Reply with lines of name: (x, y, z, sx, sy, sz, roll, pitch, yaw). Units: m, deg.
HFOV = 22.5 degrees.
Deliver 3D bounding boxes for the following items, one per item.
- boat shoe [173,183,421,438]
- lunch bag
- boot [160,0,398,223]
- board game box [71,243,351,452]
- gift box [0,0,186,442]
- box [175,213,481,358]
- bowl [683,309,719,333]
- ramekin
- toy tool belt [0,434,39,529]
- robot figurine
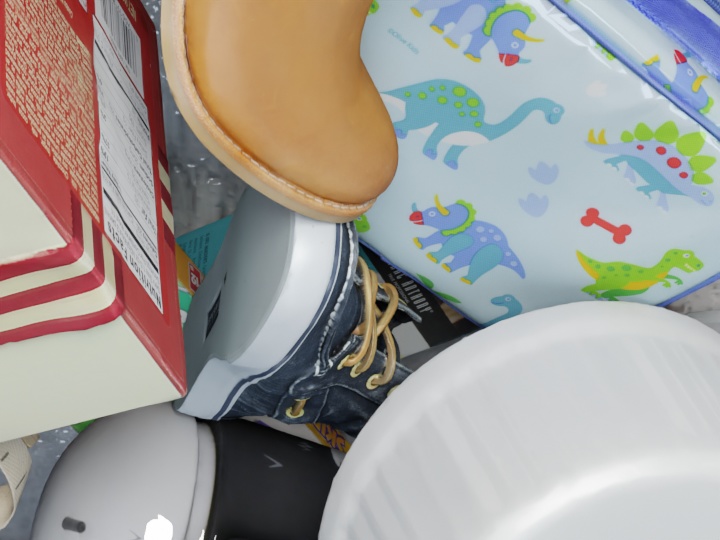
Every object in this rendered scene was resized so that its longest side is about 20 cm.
boat shoe: (-0.011, 0.017, 0.699, 0.090, 0.072, 0.200, 10, 163, -13)
lunch bag: (0.058, -0.064, 0.670, 0.199, 0.083, 0.160, 34, 138, -21)
boot: (0.003, -0.112, 0.544, 0.154, 0.077, 0.201, -21, 119, 22)
board game box: (-0.078, 0.066, 0.836, 0.095, 0.030, 0.200, -24, 130, 20)
gift box: (-0.171, -0.047, 0.588, 0.185, 0.201, 0.185, -15, 142, 8)
box: (0.000, 0.000, 0.826, 0.199, 0.049, 0.082, -22, 129, 19)
bowl: (0.181, 0.075, 0.843, 0.199, 0.091, 0.201, 9, 163, 3)
ramekin: (0.090, 0.122, 0.676, 0.199, 0.098, 0.202, -6, 115, -12)
toy tool belt: (-0.187, 0.042, 0.733, 0.199, 0.123, 0.125, -23, 116, 44)
robot figurine: (-0.047, 0.134, 0.794, 0.199, 0.125, 0.151, 20, 130, -19)
